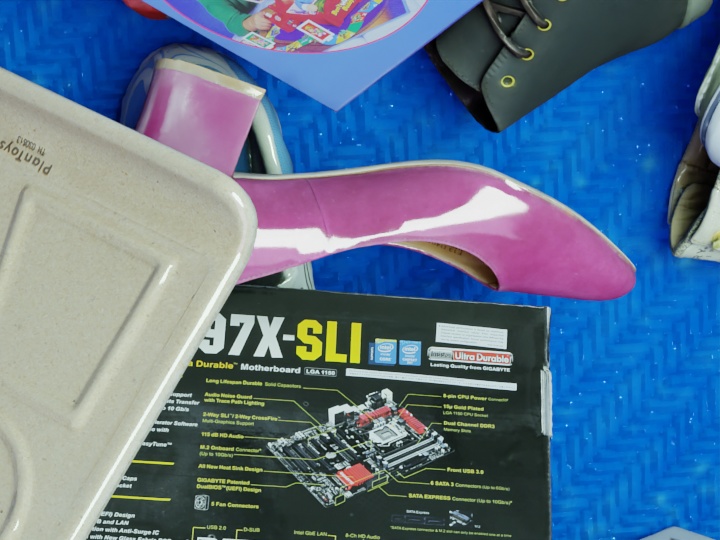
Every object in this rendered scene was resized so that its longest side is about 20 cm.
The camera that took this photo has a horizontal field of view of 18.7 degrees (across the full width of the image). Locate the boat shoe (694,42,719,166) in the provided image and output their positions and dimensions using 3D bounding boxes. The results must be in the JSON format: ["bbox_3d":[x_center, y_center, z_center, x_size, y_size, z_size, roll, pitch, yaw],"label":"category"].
[{"bbox_3d":[0.174,-0.127,0.831,0.062,0.072,0.201,27,76,20],"label":"boat shoe"}]

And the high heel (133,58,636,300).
[{"bbox_3d":[0.000,0.000,0.791,0.199,0.067,0.097,21,81,-14],"label":"high heel"}]

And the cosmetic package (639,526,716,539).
[{"bbox_3d":[0.108,0.221,0.857,0.199,0.164,0.166,-17,105,-29],"label":"cosmetic package"}]

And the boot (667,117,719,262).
[{"bbox_3d":[0.198,0.008,0.890,0.153,0.072,0.202,8,99,-10],"label":"boot"}]

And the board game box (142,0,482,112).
[{"bbox_3d":[-0.001,-0.140,0.695,0.134,0.045,0.200,28,143,-26],"label":"board game box"}]

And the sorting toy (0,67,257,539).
[{"bbox_3d":[-0.149,0.030,0.749,0.184,0.036,0.201,25,83,26],"label":"sorting toy"}]

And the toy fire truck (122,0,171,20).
[{"bbox_3d":[-0.146,-0.152,0.810,0.141,0.049,0.200,-43,108,7],"label":"toy fire truck"}]

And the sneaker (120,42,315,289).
[{"bbox_3d":[-0.048,0.010,0.861,0.071,0.073,0.201,-18,110,-3],"label":"sneaker"}]

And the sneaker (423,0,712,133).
[{"bbox_3d":[0.071,-0.118,0.777,0.106,0.200,0.075,-37,63,-7],"label":"sneaker"}]

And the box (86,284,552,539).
[{"bbox_3d":[-0.030,0.084,0.781,0.198,0.161,0.050,3,144,-2],"label":"box"}]
